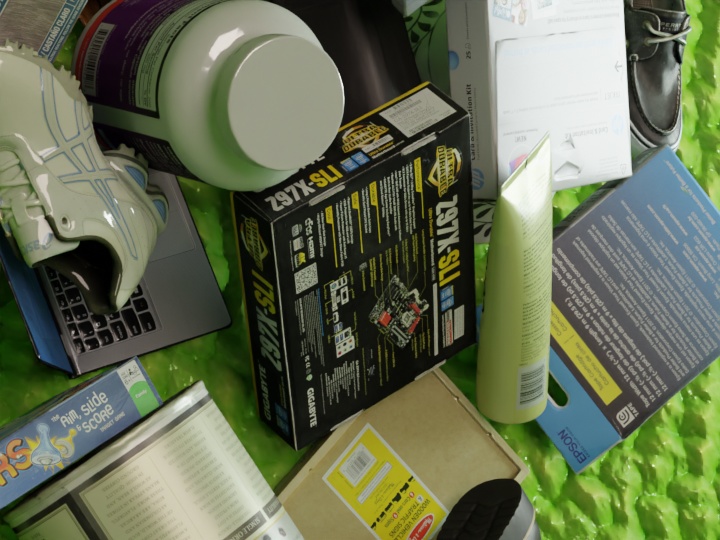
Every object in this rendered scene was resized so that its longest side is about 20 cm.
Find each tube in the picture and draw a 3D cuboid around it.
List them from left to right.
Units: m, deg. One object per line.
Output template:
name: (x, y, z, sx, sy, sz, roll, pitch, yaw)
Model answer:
tube: (0.105, 0.009, 1.533, 0.051, 0.201, 0.058, -8, 37, -11)

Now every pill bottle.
pill bottle: (-0.091, -0.110, 1.388, 0.112, 0.200, 0.114, -6, 102, -30)

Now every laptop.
laptop: (-0.170, -0.041, 1.438, 0.199, 0.116, 0.189, -17, 82, -35)

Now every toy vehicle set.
toy vehicle set: (0.016, 0.157, 1.534, 0.124, 0.026, 0.200, 49, 55, -7)

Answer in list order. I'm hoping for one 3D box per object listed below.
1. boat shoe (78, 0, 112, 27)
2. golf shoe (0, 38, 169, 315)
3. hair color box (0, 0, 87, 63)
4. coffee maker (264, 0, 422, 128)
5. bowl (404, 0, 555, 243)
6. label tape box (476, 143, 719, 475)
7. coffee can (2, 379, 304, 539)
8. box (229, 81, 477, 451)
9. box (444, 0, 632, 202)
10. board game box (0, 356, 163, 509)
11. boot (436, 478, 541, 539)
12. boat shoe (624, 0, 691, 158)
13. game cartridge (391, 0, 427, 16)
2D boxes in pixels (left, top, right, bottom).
boat shoe: (-0.164, -0.197, 1.513, 0.067, 0.072, 0.201, -17, 78, -58)
golf shoe: (-0.186, -0.054, 1.332, 0.200, 0.078, 0.098, 43, 40, -35)
hair color box: (-0.215, -0.194, 1.418, 0.060, 0.100, 0.201, 23, 25, -23)
coffee maker: (-0.014, -0.162, 1.534, 0.134, 0.191, 0.202, -3, 75, -49)
bowl: (0.090, -0.128, 1.645, 0.199, 0.094, 0.203, 11, 67, -29)
label tape box: (0.183, 0.027, 1.651, 0.200, 0.066, 0.144, -40, 95, -6)
coffee can: (-0.100, 0.189, 1.377, 0.146, 0.146, 0.201, -34, 92, -36)
box: (0.000, 0.000, 1.476, 0.159, 0.201, 0.049, -31, 48, -26)
box: (0.122, -0.155, 1.561, 0.155, 0.041, 0.202, -12, 100, -47)
board game box: (-0.224, 0.123, 1.332, 0.199, 0.135, 0.035, -32, 94, -36)
boot: (0.083, 0.255, 1.498, 0.200, 0.077, 0.139, -51, 123, -32)
boat shoe: (0.217, -0.184, 1.756, 0.072, 0.071, 0.202, 0, 73, -32)
game cartridge: (0.014, -0.270, 1.482, 0.129, 0.038, 0.200, -39, 68, -9)
